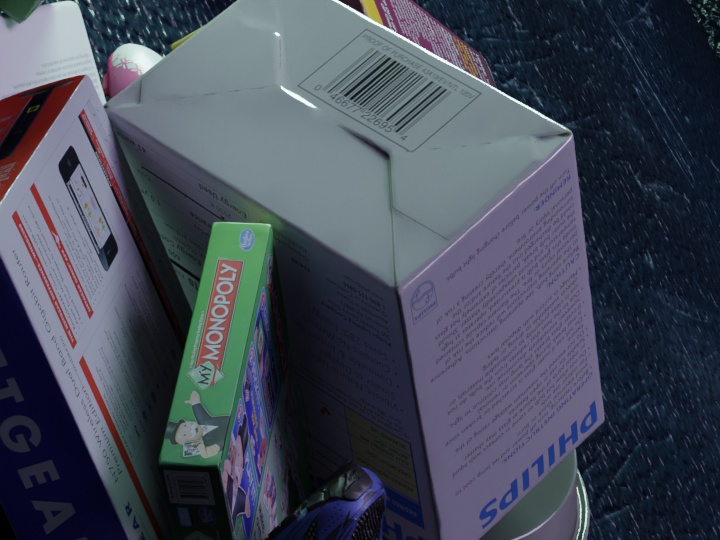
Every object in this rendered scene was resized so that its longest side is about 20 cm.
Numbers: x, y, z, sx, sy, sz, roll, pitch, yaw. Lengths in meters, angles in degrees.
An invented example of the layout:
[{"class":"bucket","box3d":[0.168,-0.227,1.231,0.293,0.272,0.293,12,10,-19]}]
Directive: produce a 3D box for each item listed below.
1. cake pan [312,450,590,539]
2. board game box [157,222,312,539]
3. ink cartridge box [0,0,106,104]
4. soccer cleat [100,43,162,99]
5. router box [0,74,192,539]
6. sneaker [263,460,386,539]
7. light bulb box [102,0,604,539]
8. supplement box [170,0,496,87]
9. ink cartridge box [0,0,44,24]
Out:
[{"class":"cake pan","box3d":[0.022,0.097,1.514,0.201,0.200,0.037,-98,-164,-51]},{"class":"board game box","box3d":[-0.053,0.094,1.333,0.200,0.029,0.135,83,13,-49]},{"class":"ink cartridge box","box3d":[-0.161,-0.034,1.425,0.200,0.045,0.177,-29,103,-73]},{"class":"soccer cleat","box3d":[-0.077,-0.051,1.614,0.070,0.086,0.200,33,31,-56]},{"class":"router box","box3d":[-0.124,0.037,1.315,0.180,0.049,0.200,-68,139,-65]},{"class":"sneaker","box3d":[-0.003,0.166,1.304,0.075,0.078,0.200,-43,147,-41]},{"class":"light bulb box","box3d":[0.000,0.000,1.410,0.198,0.125,0.200,33,-30,33]},{"class":"supplement box","box3d":[-0.004,-0.095,1.820,0.200,0.131,0.103,29,36,-57]},{"class":"ink cartridge box","box3d":[-0.192,-0.238,1.412,0.200,0.145,0.088,38,20,-5]}]
